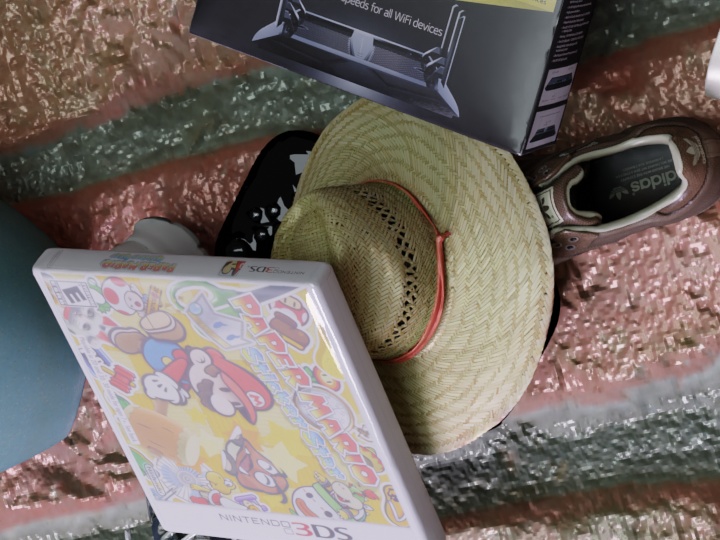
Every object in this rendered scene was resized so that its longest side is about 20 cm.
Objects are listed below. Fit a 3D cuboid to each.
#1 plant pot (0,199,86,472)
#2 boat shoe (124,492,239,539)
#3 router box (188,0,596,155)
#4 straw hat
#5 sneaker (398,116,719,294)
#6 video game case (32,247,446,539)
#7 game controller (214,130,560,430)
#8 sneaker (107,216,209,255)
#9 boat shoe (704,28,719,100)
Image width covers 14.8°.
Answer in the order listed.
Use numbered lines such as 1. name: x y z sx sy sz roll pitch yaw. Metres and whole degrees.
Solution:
1. plant pot: -0.229 0.042 1.603 0.135 0.200 0.200 11 108 -13
2. boat shoe: -0.088 0.171 1.614 0.075 0.062 0.200 -15 93 29
3. router box: 0.024 -0.166 1.416 0.200 0.052 0.157 22 108 20
4. straw hat: 0.000 0.000 1.457 0.201 0.085 0.201 0 90 41
5. sneaker: 0.097 -0.036 1.465 0.200 0.076 0.070 -23 79 17
6. video game case: -0.064 0.072 1.477 0.182 0.023 0.200 3 132 32
7. game controller: 0.014 0.005 1.545 0.200 0.042 0.104 31 111 16
8. sneaker: -0.095 0.070 1.572 0.200 0.087 0.075 54 150 5
9. boat shoe: 0.232 -0.170 1.394 0.060 0.072 0.200 23 113 14
